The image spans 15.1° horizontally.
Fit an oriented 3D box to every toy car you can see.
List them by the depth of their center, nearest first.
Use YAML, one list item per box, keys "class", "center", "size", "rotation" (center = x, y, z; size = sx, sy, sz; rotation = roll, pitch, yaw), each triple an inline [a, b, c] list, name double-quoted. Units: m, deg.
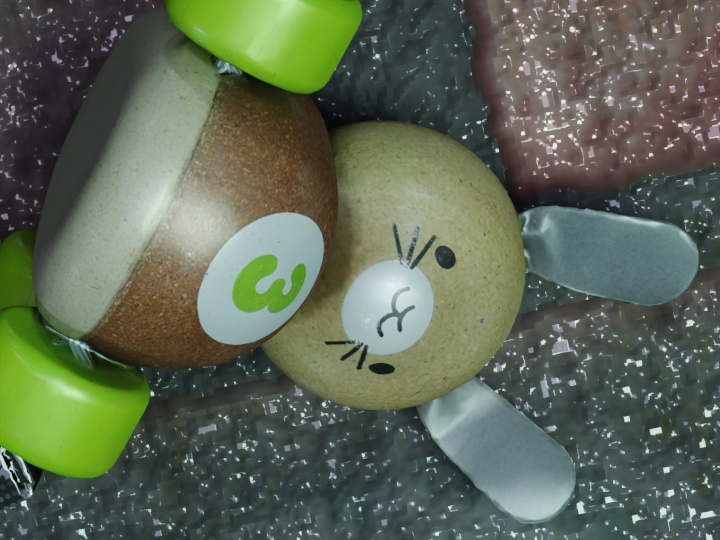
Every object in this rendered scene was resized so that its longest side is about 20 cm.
- class: "toy car"
  center: [0.000, 0.000, 0.853]
  size: [0.199, 0.158, 0.165]
  rotation: [27, 104, -12]

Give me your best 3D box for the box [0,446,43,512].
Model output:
- class: "box"
  center: [-0.232, 0.026, 0.887]
  size: [0.199, 0.048, 0.194]
  rotation: [-25, 100, 3]
